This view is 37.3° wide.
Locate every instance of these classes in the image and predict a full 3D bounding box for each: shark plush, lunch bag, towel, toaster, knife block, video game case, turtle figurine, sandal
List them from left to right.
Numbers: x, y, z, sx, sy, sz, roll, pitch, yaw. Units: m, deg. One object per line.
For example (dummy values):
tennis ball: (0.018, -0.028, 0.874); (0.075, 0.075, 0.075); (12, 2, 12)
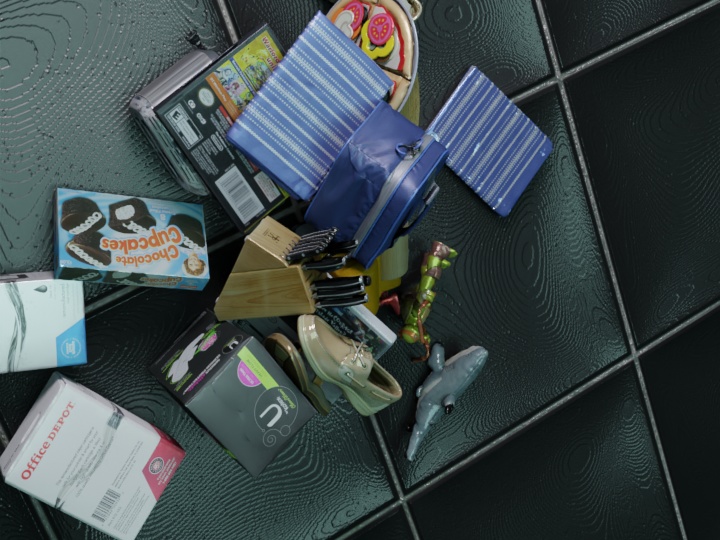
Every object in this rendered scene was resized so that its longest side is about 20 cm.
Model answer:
toaster: (-0.214, -0.197, 1.402); (0.128, 0.113, 0.202); (-37, 116, -13)
video game case: (-0.138, -0.180, 1.365); (0.180, 0.025, 0.201); (-39, 119, -9)
knife block: (-0.080, 0.023, 1.379); (0.174, 0.064, 0.201); (34, 127, 4)
sandal: (-0.073, 0.130, 1.418); (0.054, 0.080, 0.201); (-44, 148, -11)
video game case: (-0.074, 0.079, 1.464); (0.199, 0.182, 0.023); (42, 38, -3)
towel: (-0.064, -0.205, 1.363); (0.144, 0.024, 0.201); (37, 91, -28)
lunch bag: (0.031, -0.109, 1.389); (0.131, 0.201, 0.136); (36, 50, 2)
turtle figurine: (0.091, 0.048, 1.596); (0.063, 0.201, 0.164); (17, 67, 11)
shark plush: (0.119, 0.195, 1.645); (0.200, 0.083, 0.091); (-46, 114, -12)
towel: (0.198, -0.197, 1.650); (0.199, 0.024, 0.146); (40, 82, -24)

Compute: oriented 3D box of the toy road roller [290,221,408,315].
toy road roller: (0.000, 0.000, 1.507); (0.197, 0.146, 0.125); (-19, 126, -24)

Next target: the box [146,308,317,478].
box: (-0.175, 0.160, 1.430); (0.124, 0.199, 0.149); (-45, 114, -12)

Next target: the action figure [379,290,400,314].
action figure: (-0.039, 0.078, 1.557); (0.197, 0.065, 0.053); (-18, 119, -18)

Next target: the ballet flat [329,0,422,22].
ballet flat: (0.003, -0.397, 1.501); (0.197, 0.069, 0.071); (21, 89, -27)

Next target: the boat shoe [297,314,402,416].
boat shoe: (-0.013, 0.117, 1.390); (0.064, 0.073, 0.201); (-22, 131, 21)

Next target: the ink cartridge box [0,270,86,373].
ink cartridge box: (-0.454, 0.068, 1.353); (0.196, 0.066, 0.118); (-5, 101, -25)

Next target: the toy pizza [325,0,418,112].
toy pizza: (-0.003, -0.284, 1.446); (0.031, 0.198, 0.205); (0, 99, -48)

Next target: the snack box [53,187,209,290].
snack box: (-0.299, -0.039, 1.394); (0.196, 0.037, 0.118); (5, 59, -27)

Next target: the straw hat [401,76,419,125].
straw hat: (0.027, -0.213, 1.526); (0.083, 0.201, 0.206); (4, 99, 15)

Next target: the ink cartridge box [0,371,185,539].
ink cartridge box: (-0.358, 0.249, 1.420); (0.199, 0.084, 0.146); (36, 82, -27)
